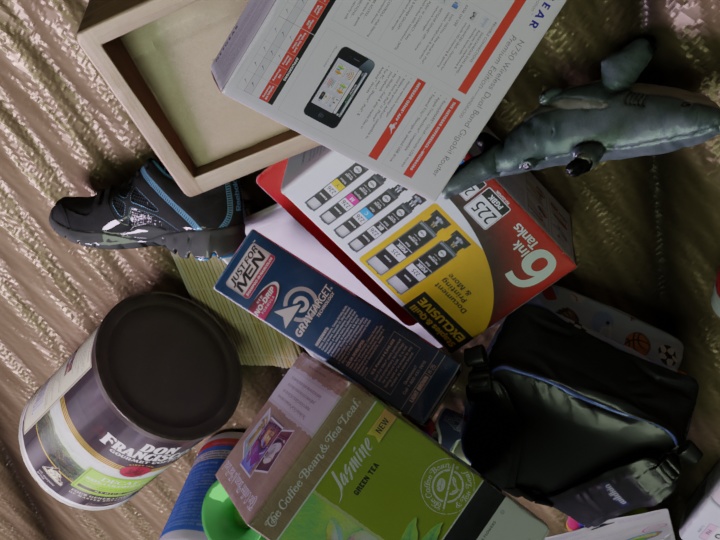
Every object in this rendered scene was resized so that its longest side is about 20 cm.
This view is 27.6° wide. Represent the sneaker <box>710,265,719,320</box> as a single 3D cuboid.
[{"bbox_3d":[0.372,0.012,1.105,0.200,0.071,0.113,13,139,13],"label":"sneaker"}]

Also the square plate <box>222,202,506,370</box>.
[{"bbox_3d":[0.000,0.000,1.268,0.198,0.028,0.200,-24,120,32],"label":"square plate"}]

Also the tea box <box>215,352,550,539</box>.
[{"bbox_3d":[0.009,0.180,1.148,0.197,0.134,0.200,36,175,-12],"label":"tea box"}]

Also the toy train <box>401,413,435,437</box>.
[{"bbox_3d":[-0.033,0.143,1.371,0.116,0.085,0.200,43,156,-29],"label":"toy train"}]

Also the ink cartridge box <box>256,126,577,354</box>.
[{"bbox_3d":[0.039,-0.039,1.148,0.175,0.084,0.200,-37,113,24],"label":"ink cartridge box"}]

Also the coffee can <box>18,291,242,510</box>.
[{"bbox_3d":[-0.222,0.128,1.393,0.146,0.147,0.200,35,139,-13],"label":"coffee can"}]

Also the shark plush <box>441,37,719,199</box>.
[{"bbox_3d":[0.152,-0.099,1.040,0.200,0.083,0.091,-8,128,-3],"label":"shark plush"}]

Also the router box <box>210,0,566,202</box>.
[{"bbox_3d":[0.026,-0.171,0.987,0.179,0.049,0.200,26,107,-26],"label":"router box"}]

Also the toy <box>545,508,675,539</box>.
[{"bbox_3d":[0.228,0.236,1.352,0.115,0.047,0.200,-16,154,8],"label":"toy"}]

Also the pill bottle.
[{"bbox_3d":[-0.142,0.270,1.467,0.112,0.200,0.112,12,135,12],"label":"pill bottle"}]

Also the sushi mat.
[{"bbox_3d":[-0.118,0.016,1.348,0.095,0.012,0.200,1,132,22],"label":"sushi mat"}]

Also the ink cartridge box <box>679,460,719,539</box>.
[{"bbox_3d":[0.410,0.221,1.310,0.200,0.057,0.163,25,136,4],"label":"ink cartridge box"}]

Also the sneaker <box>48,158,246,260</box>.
[{"bbox_3d":[-0.182,-0.057,1.263,0.200,0.073,0.082,4,99,27],"label":"sneaker"}]

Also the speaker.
[{"bbox_3d":[-0.065,0.233,1.413,0.088,0.089,0.200,-11,168,30],"label":"speaker"}]

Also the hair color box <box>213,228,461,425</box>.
[{"bbox_3d":[-0.016,0.048,1.192,0.200,0.061,0.100,32,176,7],"label":"hair color box"}]

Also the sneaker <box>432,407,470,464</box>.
[{"bbox_3d":[0.063,0.196,1.418,0.090,0.067,0.200,39,134,-6],"label":"sneaker"}]

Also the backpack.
[{"bbox_3d":[0.173,0.118,1.229,0.200,0.154,0.191,28,141,5],"label":"backpack"}]

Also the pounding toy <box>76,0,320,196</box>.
[{"bbox_3d":[-0.095,-0.158,1.105,0.184,0.142,0.200,-20,125,19],"label":"pounding toy"}]
